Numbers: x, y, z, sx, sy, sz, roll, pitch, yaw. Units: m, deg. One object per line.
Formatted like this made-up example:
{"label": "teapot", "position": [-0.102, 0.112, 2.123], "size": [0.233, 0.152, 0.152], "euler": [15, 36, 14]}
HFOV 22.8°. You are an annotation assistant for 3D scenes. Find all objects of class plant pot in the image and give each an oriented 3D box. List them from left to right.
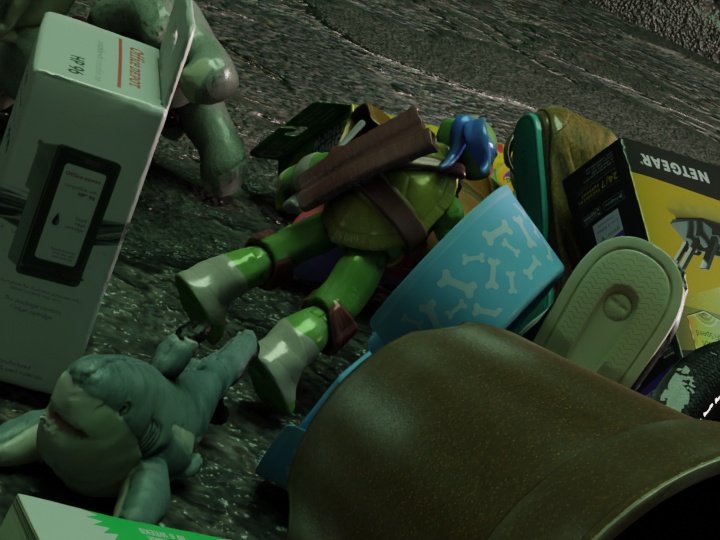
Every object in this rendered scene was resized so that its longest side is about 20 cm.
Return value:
{"label": "plant pot", "position": [0.077, 0.125, 0.723], "size": [0.200, 0.200, 0.198], "euler": [10, 13, -34]}

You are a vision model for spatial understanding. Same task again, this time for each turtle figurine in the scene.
{"label": "turtle figurine", "position": [0.000, 0.000, 1.036], "size": [0.144, 0.194, 0.200], "euler": [56, -18, -6]}

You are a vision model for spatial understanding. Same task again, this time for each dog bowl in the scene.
{"label": "dog bowl", "position": [0.026, 0.047, 0.867], "size": [0.050, 0.200, 0.111], "euler": [43, 32, 7]}

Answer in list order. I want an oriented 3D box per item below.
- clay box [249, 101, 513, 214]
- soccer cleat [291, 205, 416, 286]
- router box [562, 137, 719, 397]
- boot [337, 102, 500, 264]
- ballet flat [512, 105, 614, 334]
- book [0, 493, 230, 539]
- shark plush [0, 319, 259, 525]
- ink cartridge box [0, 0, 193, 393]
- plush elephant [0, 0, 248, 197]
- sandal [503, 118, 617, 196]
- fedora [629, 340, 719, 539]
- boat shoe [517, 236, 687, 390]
{"label": "clay box", "position": [0.027, -0.067, 1.317], "size": [0.200, 0.048, 0.115], "euler": [11, -23, -27]}
{"label": "soccer cleat", "position": [0.026, -0.013, 1.232], "size": [0.076, 0.067, 0.200], "euler": [30, 16, 33]}
{"label": "router box", "position": [0.218, 0.021, 1.018], "size": [0.200, 0.052, 0.157], "euler": [11, 55, -37]}
{"label": "boot", "position": [0.046, -0.017, 1.157], "size": [0.155, 0.074, 0.200], "euler": [36, 25, -20]}
{"label": "ballet flat", "position": [0.125, 0.003, 1.048], "size": [0.072, 0.200, 0.068], "euler": [5, -9, -16]}
{"label": "book", "position": [-0.054, 0.164, 0.676], "size": [0.134, 0.048, 0.200], "euler": [17, 17, -32]}
{"label": "shark plush", "position": [-0.087, 0.063, 0.850], "size": [0.091, 0.083, 0.200], "euler": [31, 20, 27]}
{"label": "ink cartridge box", "position": [-0.147, -0.054, 0.901], "size": [0.068, 0.200, 0.116], "euler": [17, 18, -14]}
{"label": "plush elephant", "position": [-0.184, -0.141, 1.245], "size": [0.165, 0.155, 0.200], "euler": [97, -32, -70]}
{"label": "sandal", "position": [0.130, -0.075, 1.189], "size": [0.080, 0.057, 0.201], "euler": [-19, 16, 13]}
{"label": "fedora", "position": [0.170, 0.130, 0.898], "size": [0.092, 0.201, 0.200], "euler": [-7, -6, 44]}
{"label": "boat shoe", "position": [0.087, 0.071, 0.873], "size": [0.072, 0.200, 0.068], "euler": [41, 6, 9]}
